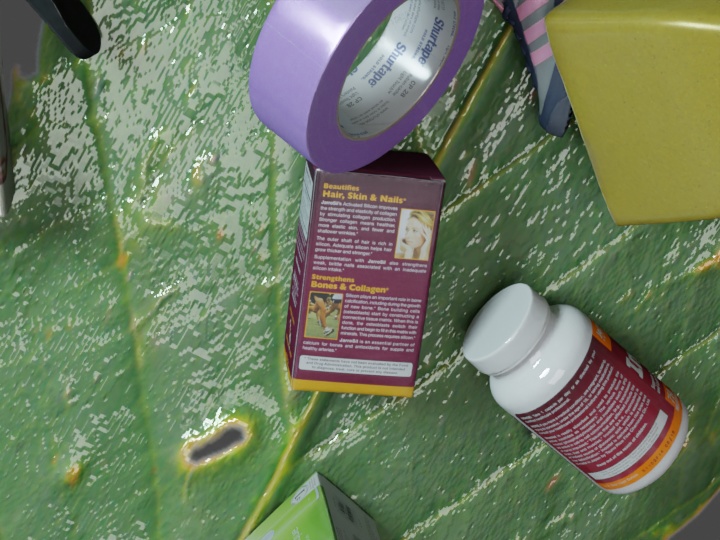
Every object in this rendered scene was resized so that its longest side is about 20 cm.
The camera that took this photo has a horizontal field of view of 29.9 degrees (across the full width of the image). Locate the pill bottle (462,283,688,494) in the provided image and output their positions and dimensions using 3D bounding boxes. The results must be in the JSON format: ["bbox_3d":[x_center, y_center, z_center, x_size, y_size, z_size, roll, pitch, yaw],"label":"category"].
[{"bbox_3d":[0.192,0.104,1.214,0.200,0.113,0.113,39,99,-20],"label":"pill bottle"}]

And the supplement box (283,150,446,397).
[{"bbox_3d":[0.000,0.000,1.161,0.110,0.086,0.200,4,109,-10],"label":"supplement box"}]

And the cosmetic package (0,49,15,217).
[{"bbox_3d":[-0.332,-0.145,1.055,0.103,0.087,0.200,-5,110,-8],"label":"cosmetic package"}]

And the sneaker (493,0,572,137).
[{"bbox_3d":[0.147,-0.212,1.128,0.082,0.070,0.200,3,107,8],"label":"sneaker"}]

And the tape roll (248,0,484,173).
[{"bbox_3d":[0.007,-0.175,1.042,0.066,0.200,0.200,41,102,22],"label":"tape roll"}]

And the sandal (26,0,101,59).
[{"bbox_3d":[-0.257,-0.253,1.035,0.045,0.075,0.200,-29,120,19],"label":"sandal"}]

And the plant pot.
[{"bbox_3d":[0.303,-0.155,1.058,0.194,0.200,0.196,-35,115,-26],"label":"plant pot"}]

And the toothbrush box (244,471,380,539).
[{"bbox_3d":[-0.072,0.305,1.227,0.086,0.146,0.200,42,99,-20],"label":"toothbrush box"}]
